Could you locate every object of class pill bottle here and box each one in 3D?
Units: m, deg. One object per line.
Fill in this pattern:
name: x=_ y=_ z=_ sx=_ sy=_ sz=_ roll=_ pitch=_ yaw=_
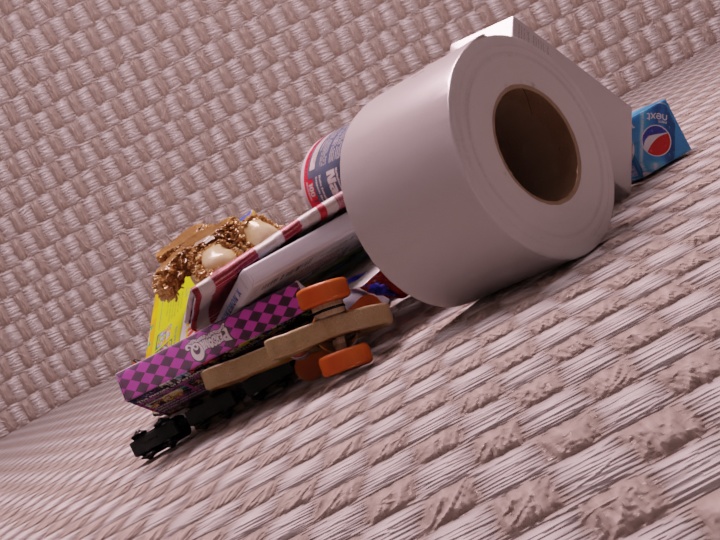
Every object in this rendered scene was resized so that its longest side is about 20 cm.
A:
pill bottle: x=0.028 y=-0.111 z=1.428 sx=0.120 sy=0.120 sz=0.200 roll=-31 pitch=6 yaw=-28

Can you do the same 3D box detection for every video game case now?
video game case: x=-0.052 y=-0.003 z=1.330 sx=0.200 sy=0.022 sz=0.182 roll=-31 pitch=-11 yaw=-27
video game case: x=-0.120 y=0.085 z=1.332 sx=0.200 sy=0.036 sz=0.181 roll=-27 pitch=-16 yaw=6

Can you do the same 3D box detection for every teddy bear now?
teddy bear: x=-0.147 y=-0.012 z=1.411 sx=0.200 sy=0.067 sz=0.145 roll=-15 pitch=23 yaw=50

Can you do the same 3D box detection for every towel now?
towel: x=-0.082 y=-0.012 z=1.305 sx=0.200 sy=0.023 sz=0.144 roll=-34 pitch=-8 yaw=-16

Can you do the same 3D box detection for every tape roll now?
tape roll: x=0.101 y=-0.083 z=1.146 sx=0.139 sy=0.203 sz=0.203 roll=-24 pitch=6 yaw=44

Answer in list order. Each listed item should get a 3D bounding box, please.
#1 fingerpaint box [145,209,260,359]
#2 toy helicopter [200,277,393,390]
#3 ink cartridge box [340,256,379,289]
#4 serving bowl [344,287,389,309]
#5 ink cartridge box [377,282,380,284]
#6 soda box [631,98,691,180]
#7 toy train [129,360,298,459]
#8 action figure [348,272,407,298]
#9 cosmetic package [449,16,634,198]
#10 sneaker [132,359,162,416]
fingerpaint box: x=-0.159 y=0.051 z=1.517 sx=0.167 sy=0.073 sz=0.200 roll=-38 pitch=28 yaw=20
toy helicopter: x=-0.058 y=0.069 z=1.229 sx=0.200 sy=0.079 sz=0.132 roll=-22 pitch=-6 yaw=26
ink cartridge box: x=0.063 y=-0.021 z=1.330 sx=0.200 sy=0.047 sz=0.160 roll=-39 pitch=6 yaw=-18
serving bowl: x=-0.068 y=0.057 z=1.573 sx=0.200 sy=0.066 sz=0.200 roll=-30 pitch=3 yaw=2
ink cartridge box: x=0.022 y=-0.002 z=1.687 sx=0.198 sy=0.043 sz=0.200 roll=-25 pitch=-5 yaw=38
soda box: x=0.285 y=-0.132 z=1.491 sx=0.068 sy=0.064 sz=0.200 roll=-29 pitch=4 yaw=-13
toy train: x=-0.140 y=0.135 z=1.331 sx=0.200 sy=0.034 sz=0.046 roll=-29 pitch=-9 yaw=14
action figure: x=0.000 y=0.000 z=1.490 sx=0.200 sy=0.052 sz=0.065 roll=4 pitch=-46 yaw=-26
cosmetic package: x=0.180 y=-0.149 z=1.321 sx=0.085 sy=0.200 sz=0.108 roll=-18 pitch=54 yaw=40
sneaker: x=-0.192 y=0.102 z=1.691 sx=0.200 sy=0.090 sz=0.070 roll=-30 pitch=4 yaw=-10
